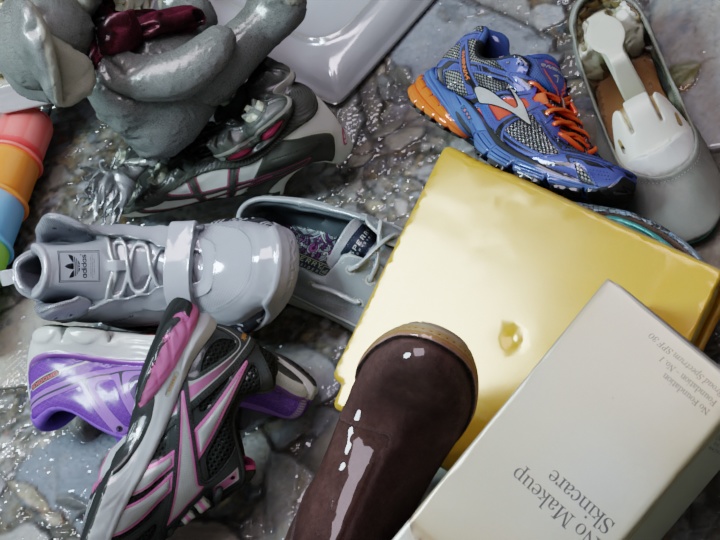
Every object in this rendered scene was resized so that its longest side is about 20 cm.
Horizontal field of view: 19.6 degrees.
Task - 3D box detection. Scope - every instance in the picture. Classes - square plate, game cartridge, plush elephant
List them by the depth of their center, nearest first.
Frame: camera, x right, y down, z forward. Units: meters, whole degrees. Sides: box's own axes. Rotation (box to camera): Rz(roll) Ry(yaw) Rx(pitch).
[{"bbox_3d":[0.096,0.042,1.227,0.200,0.032,0.176,27,92,31],"label":"game cartridge"},{"bbox_3d":[-0.168,-0.152,1.363,0.200,0.155,0.165,-55,29,-11],"label":"plush elephant"},{"bbox_3d":[-0.025,-0.230,1.539,0.198,0.028,0.200,29,71,37],"label":"square plate"}]

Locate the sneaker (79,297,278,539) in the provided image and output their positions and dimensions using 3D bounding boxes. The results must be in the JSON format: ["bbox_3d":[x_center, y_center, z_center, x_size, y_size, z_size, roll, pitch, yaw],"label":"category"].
[{"bbox_3d":[-0.110,0.124,1.256,0.080,0.086,0.200,-103,36,-75],"label":"sneaker"}]

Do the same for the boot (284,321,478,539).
[{"bbox_3d":[0.000,0.139,1.150,0.072,0.200,0.166,24,48,-1],"label":"boot"}]

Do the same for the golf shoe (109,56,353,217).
[{"bbox_3d":[-0.098,-0.070,1.426,0.200,0.088,0.077,-20,48,40],"label":"golf shoe"}]

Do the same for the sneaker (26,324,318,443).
[{"bbox_3d":[-0.121,0.082,1.334,0.200,0.081,0.084,2,83,23],"label":"sneaker"}]

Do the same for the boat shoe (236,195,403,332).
[{"bbox_3d":[0.000,-0.001,1.326,0.201,0.072,0.070,17,64,34],"label":"boat shoe"}]

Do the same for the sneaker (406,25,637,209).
[{"bbox_3d":[0.107,-0.100,1.331,0.200,0.075,0.078,40,101,42],"label":"sneaker"}]

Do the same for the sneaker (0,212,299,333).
[{"bbox_3d":[-0.138,0.003,1.326,0.200,0.115,0.075,-7,80,44],"label":"sneaker"}]

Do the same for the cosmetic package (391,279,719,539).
[{"bbox_3d":[0.117,0.116,1.137,0.104,0.073,0.200,40,94,24],"label":"cosmetic package"}]

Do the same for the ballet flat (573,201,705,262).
[{"bbox_3d":[0.137,-0.007,1.270,0.200,0.074,0.074,26,69,29],"label":"ballet flat"}]

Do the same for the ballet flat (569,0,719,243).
[{"bbox_3d":[0.175,-0.103,1.330,0.067,0.064,0.200,-22,50,8],"label":"ballet flat"}]

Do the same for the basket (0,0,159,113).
[{"bbox_3d":[-0.219,-0.230,1.537,0.135,0.123,0.200,-11,39,16],"label":"basket"}]

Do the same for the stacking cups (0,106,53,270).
[{"bbox_3d":[-0.267,-0.035,1.479,0.060,0.061,0.200,-1,55,24],"label":"stacking cups"}]
